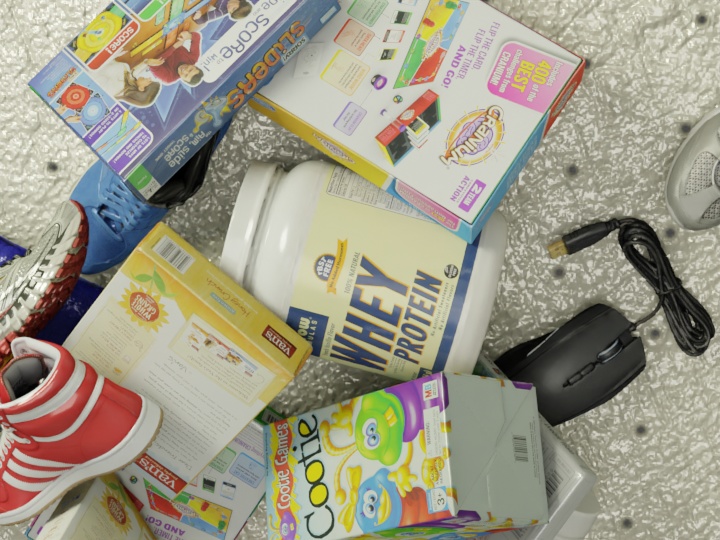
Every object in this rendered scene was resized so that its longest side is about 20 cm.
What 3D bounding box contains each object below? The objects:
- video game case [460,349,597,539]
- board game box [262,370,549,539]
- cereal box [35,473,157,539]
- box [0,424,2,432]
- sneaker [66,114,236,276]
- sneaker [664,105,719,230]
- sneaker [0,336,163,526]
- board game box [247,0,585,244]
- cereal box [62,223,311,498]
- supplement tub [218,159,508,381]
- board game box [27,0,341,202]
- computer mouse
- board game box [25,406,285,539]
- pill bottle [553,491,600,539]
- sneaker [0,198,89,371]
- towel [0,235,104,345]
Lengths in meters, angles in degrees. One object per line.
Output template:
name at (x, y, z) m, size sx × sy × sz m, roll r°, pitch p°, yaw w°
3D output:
video game case at (0.072, 0.179, 1.143) m, size 0.024 × 0.182 × 0.200 m, roll 18°, pitch 112°, yaw -43°
board game box at (0.029, 0.151, 1.091) m, size 0.200 × 0.103 × 0.105 m, roll -22°, pitch 66°, yaw 44°
cereal box at (-0.192, 0.248, 1.099) m, size 0.039 × 0.200 × 0.144 m, roll -27°, pitch 101°, yaw 11°
box at (-0.395, 0.163, 1.130) m, size 0.104 × 0.148 × 0.200 m, roll 48°, pitch 62°, yaw -7°
sneaker at (-0.175, -0.066, 1.115) m, size 0.077 × 0.111 × 0.200 m, roll 44°, pitch 105°, yaw -8°
sneaker at (0.309, -0.103, 1.079) m, size 0.200 × 0.082 × 0.075 m, roll -43°, pitch 98°, yaw 14°
sneaker at (-0.249, 0.118, 1.069) m, size 0.200 × 0.071 × 0.112 m, roll -30°, pitch 125°, yaw 32°
board game box at (0.038, -0.136, 1.055) m, size 0.200 × 0.040 × 0.153 m, roll 33°, pitch 78°, yaw 12°
cereal box at (-0.144, 0.073, 1.083) m, size 0.144 × 0.040 × 0.200 m, roll 40°, pitch 132°, yaw -6°
supplement tub at (0.000, 0.000, 1.101) m, size 0.199 × 0.145 × 0.146 m, roll 15°, pitch 106°, yaw 1°
board game box at (-0.129, -0.162, 1.053) m, size 0.200 × 0.034 × 0.135 m, roll -44°, pitch 58°, yaw -5°
computer mouse at (0.169, 0.047, 1.151) m, size 0.199 × 0.046 × 0.141 m, roll -27°, pitch 103°, yaw 11°
board game box at (-0.164, 0.176, 1.210) m, size 0.153 × 0.040 × 0.200 m, roll 33°, pitch 105°, yaw -4°
pill bottle at (0.110, 0.253, 1.179) m, size 0.111 × 0.111 × 0.201 m, roll 27°, pitch 105°, yaw -3°
sneaker at (-0.277, 0.023, 1.082) m, size 0.082 × 0.078 × 0.200 m, roll 40°, pitch 80°, yaw 2°
towel at (-0.301, 0.026, 1.178) m, size 0.199 × 0.050 × 0.148 m, roll 31°, pitch 126°, yaw -4°
